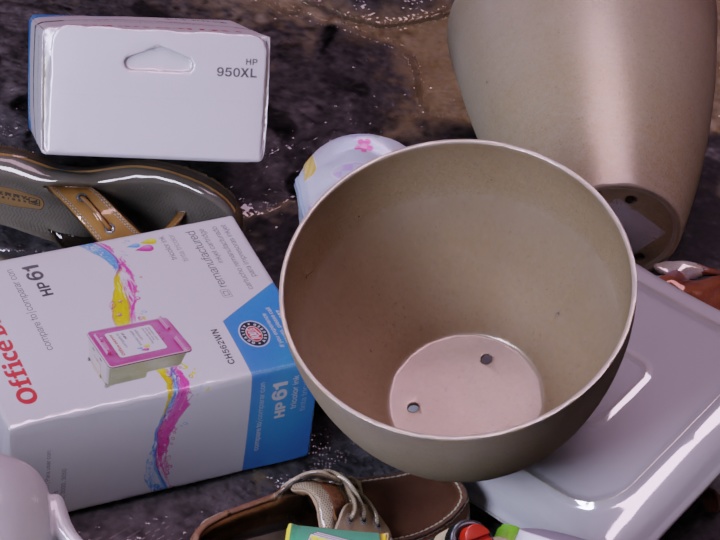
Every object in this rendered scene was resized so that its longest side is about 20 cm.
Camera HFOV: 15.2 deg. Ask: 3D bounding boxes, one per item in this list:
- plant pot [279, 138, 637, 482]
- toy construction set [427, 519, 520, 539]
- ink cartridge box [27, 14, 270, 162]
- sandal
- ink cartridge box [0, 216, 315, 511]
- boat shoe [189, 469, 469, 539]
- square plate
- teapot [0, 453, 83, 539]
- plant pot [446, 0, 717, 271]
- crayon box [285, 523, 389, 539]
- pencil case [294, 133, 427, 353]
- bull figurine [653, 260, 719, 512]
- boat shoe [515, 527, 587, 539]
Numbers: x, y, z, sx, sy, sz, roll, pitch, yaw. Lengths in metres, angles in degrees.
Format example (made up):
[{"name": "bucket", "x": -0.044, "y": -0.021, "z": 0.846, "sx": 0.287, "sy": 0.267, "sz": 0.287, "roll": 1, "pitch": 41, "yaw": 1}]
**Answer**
[{"name": "plant pot", "x": 0.058, "y": 0.044, "z": 1.559, "sx": 0.200, "sy": 0.135, "sz": 0.201, "roll": -2, "pitch": 56, "yaw": 3}, {"name": "toy construction set", "x": 0.072, "y": 0.213, "z": 1.456, "sx": 0.131, "sy": 0.092, "sz": 0.200, "roll": 38, "pitch": 38, "yaw": -12}, {"name": "ink cartridge box", "x": -0.142, "y": -0.122, "z": 1.768, "sx": 0.144, "sy": 0.084, "sz": 0.200, "roll": 1, "pitch": 7, "yaw": -9}, {"name": "sandal", "x": -0.175, "y": -0.034, "z": 1.732, "sx": 0.200, "sy": 0.082, "sz": 0.055, "roll": 11, "pitch": 48, "yaw": 2}, {"name": "ink cartridge box", "x": -0.144, "y": 0.058, "z": 1.624, "sx": 0.200, "sy": 0.085, "sz": 0.145, "roll": -13, "pitch": 44, "yaw": -22}, {"name": "boat shoe", "x": -0.018, "y": 0.152, "z": 1.542, "sx": 0.200, "sy": 0.072, "sz": 0.076, "roll": -20, "pitch": 48, "yaw": -32}, {"name": "square plate", "x": 0.140, "y": 0.074, "z": 1.629, "sx": 0.200, "sy": 0.028, "sz": 0.198, "roll": -43, "pitch": 50, "yaw": -21}, {"name": "teapot", "x": -0.250, "y": 0.174, "z": 1.420, "sx": 0.197, "sy": 0.200, "sz": 0.146, "roll": 14, "pitch": 70, "yaw": -42}, {"name": "plant pot", "x": 0.158, "y": -0.096, "z": 1.796, "sx": 0.187, "sy": 0.188, "sz": 0.200, "roll": 3, "pitch": 46, "yaw": -7}, {"name": "crayon box", "x": -0.027, "y": 0.256, "z": 1.338, "sx": 0.058, "sy": 0.173, "sz": 0.200, "roll": 8, "pitch": 40, "yaw": -1}, {"name": "pencil case", "x": 0.000, "y": 0.000, "z": 1.721, "sx": 0.090, "sy": 0.083, "sz": 0.200, "roll": -5, "pitch": 40, "yaw": 6}, {"name": "bull figurine", "x": 0.200, "y": 0.066, "z": 1.690, "sx": 0.121, "sy": 0.065, "sz": 0.200, "roll": 18, "pitch": 41, "yaw": 13}, {"name": "boat shoe", "x": 0.147, "y": 0.190, "z": 1.472, "sx": 0.070, "sy": 0.066, "sz": 0.200, "roll": 13, "pitch": -7, "yaw": 39}]
